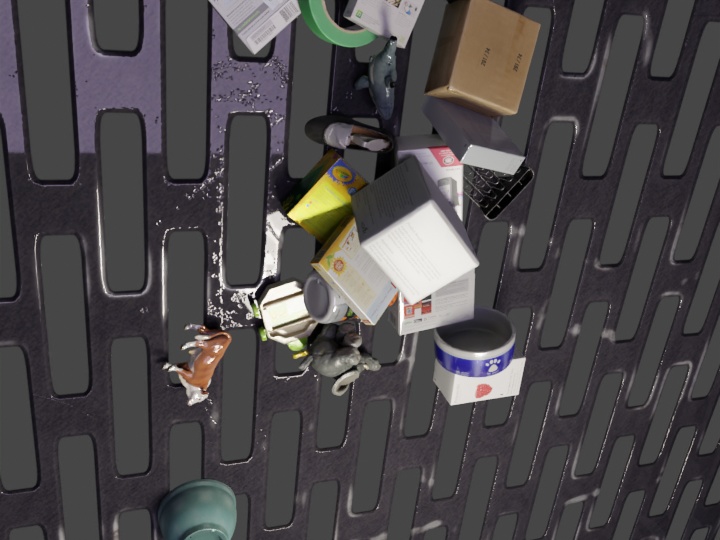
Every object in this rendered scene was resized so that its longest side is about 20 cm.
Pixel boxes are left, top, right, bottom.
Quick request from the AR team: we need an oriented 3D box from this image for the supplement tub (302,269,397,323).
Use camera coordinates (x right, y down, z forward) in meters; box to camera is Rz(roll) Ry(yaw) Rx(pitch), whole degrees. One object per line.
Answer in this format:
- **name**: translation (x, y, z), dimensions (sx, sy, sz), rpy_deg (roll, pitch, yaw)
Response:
- **supplement tub**: translation (-0.019, 0.048, 1.661), dimensions (0.200, 0.122, 0.123), rpy_deg (-8, 120, -38)

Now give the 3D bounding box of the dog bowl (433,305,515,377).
- **dog bowl**: translation (0.280, 0.173, 1.813), dimensions (0.200, 0.200, 0.079), rpy_deg (-13, 122, -14)

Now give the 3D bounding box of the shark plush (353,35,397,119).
- **shark plush**: translation (0.061, -0.393, 1.464), dimensions (0.091, 0.083, 0.200), rpy_deg (-9, 156, -24)

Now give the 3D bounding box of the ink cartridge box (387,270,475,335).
- **ink cartridge box**: translation (0.171, 0.045, 1.773), dimensions (0.199, 0.084, 0.176), rpy_deg (-11, 119, -16)

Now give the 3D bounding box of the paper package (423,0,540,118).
- **paper package**: translation (0.251, -0.435, 1.513), dimensions (0.190, 0.103, 0.201), rpy_deg (13, 91, -27)

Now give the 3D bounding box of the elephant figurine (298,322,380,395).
- **elephant figurine**: translation (-0.044, 0.228, 1.768), dimensions (0.155, 0.142, 0.200), rpy_deg (2, 141, 11)

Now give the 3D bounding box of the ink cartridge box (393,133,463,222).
- **ink cartridge box**: translation (0.151, -0.194, 1.621), dimensions (0.147, 0.086, 0.200), rpy_deg (-5, 120, -1)

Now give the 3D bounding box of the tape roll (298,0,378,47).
- **tape roll**: translation (-0.022, -0.532, 1.399), dimensions (0.200, 0.048, 0.201), rpy_deg (-15, 119, -29)

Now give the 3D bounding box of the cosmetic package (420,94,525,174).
- **cosmetic package**: translation (0.234, -0.290, 1.544), dimensions (0.150, 0.200, 0.052), rpy_deg (9, 129, -33)

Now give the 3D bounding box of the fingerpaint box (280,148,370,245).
- **fingerpaint box**: translation (-0.045, -0.137, 1.604), dimensions (0.167, 0.073, 0.200), rpy_deg (-46, 123, 7)

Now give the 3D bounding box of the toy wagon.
- **toy wagon**: translation (-0.164, 0.115, 1.709), dimensions (0.155, 0.040, 0.200), rpy_deg (-18, 122, -11)

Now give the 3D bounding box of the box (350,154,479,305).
- **box**: translation (0.108, -0.085, 1.512), dimensions (0.171, 0.200, 0.199), rpy_deg (-31, 124, 15)

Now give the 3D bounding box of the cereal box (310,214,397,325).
- **cereal box**: translation (0.000, 0.000, 1.576), dimensions (0.200, 0.039, 0.144), rpy_deg (50, 61, -26)

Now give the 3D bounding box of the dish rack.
- **dish rack**: translation (0.288, -0.230, 1.694), dimensions (0.200, 0.055, 0.153), rpy_deg (38, 97, -31)

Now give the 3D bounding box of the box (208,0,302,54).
- **box**: translation (-0.207, -0.531, 1.358), dimensions (0.156, 0.041, 0.200), rpy_deg (-42, 124, 2)

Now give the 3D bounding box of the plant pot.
- **plant pot**: translation (-0.401, 0.645, 1.837), dimensions (0.200, 0.134, 0.201), rpy_deg (-8, 118, -16)

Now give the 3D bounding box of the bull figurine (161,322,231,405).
- **bull figurine**: translation (-0.372, 0.210, 1.662), dimensions (0.121, 0.065, 0.200), rpy_deg (21, 106, -32)

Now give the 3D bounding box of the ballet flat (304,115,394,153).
- **ballet flat**: translation (-0.016, -0.284, 1.542), dimensions (0.199, 0.068, 0.068), rpy_deg (3, 117, -22)

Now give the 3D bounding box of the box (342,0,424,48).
- **box**: translation (0.065, -0.548, 1.399), dimensions (0.144, 0.036, 0.200), rpy_deg (17, 102, -39)

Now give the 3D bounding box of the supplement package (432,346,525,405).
- **supplement package**: translation (0.307, 0.258, 1.914), dimensions (0.199, 0.120, 0.122), rpy_deg (-6, 119, -18)
